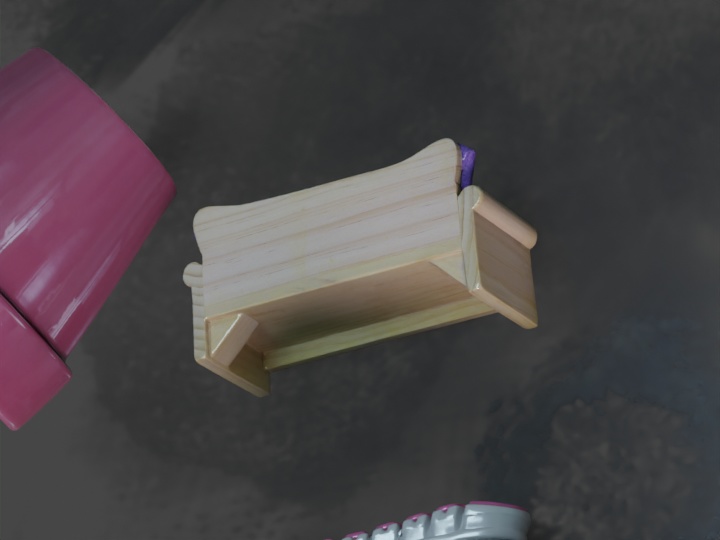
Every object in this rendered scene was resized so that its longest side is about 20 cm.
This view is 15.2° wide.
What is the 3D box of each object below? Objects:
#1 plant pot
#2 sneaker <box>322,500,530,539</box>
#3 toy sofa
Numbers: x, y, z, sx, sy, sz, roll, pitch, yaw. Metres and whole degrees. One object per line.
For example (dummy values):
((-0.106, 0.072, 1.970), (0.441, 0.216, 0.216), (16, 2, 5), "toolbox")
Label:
((-0.220, -0.032, 1.665), (0.179, 0.200, 0.200), (-46, 59, -7), "plant pot")
((0.010, 0.198, 1.536), (0.199, 0.074, 0.088), (-20, 62, 17), "sneaker")
((0.000, 0.000, 1.590), (0.200, 0.083, 0.098), (-16, 65, 24), "toy sofa")
